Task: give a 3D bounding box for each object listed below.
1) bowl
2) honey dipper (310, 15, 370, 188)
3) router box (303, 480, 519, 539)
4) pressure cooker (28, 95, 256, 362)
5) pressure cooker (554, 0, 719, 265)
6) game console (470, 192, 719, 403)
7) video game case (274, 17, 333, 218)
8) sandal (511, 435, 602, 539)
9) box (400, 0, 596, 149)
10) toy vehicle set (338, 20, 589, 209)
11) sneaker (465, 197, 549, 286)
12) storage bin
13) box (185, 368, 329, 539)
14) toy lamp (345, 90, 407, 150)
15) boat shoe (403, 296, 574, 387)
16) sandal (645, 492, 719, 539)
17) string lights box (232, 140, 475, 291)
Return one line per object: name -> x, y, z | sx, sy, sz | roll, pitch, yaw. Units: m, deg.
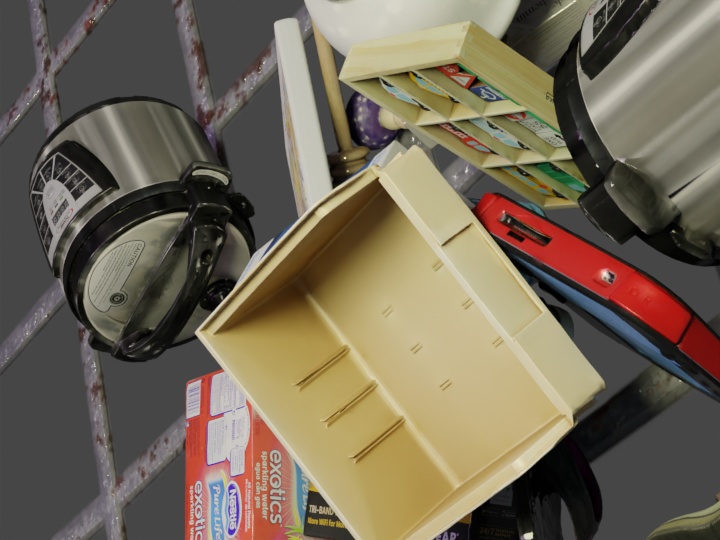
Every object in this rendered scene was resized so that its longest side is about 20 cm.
bowl -> 0.017, -0.223, 1.313 | 0.200, 0.090, 0.203 | -5, 84, 49
honey dipper -> -0.023, -0.143, 1.496 | 0.038, 0.038, 0.202 | 0, 106, 53
router box -> 0.042, 0.125, 1.429 | 0.199, 0.052, 0.159 | -4, 77, 53
pressure cooker -> -0.181, -0.031, 1.676 | 0.177, 0.177, 0.201 | 74, 170, -48
pressure cooker -> 0.211, -0.100, 1.146 | 0.200, 0.175, 0.180 | -41, 52, 41
game console -> 0.162, 0.030, 1.194 | 0.031, 0.177, 0.200 | -51, 38, -3
video game case -> -0.039, -0.063, 1.530 | 0.182, 0.023, 0.201 | 88, 171, -61
sandal -> 0.131, 0.128, 1.300 | 0.048, 0.075, 0.202 | -11, 68, 23
box -> 0.112, -0.160, 1.364 | 0.199, 0.041, 0.039 | -35, 48, 18
toy vehicle set -> 0.099, -0.098, 1.291 | 0.124, 0.199, 0.027 | -3, 62, 54
sneaker -> 0.045, -0.024, 1.429 | 0.199, 0.095, 0.080 | -13, 70, 51
storage bin -> 0.025, 0.056, 1.227 | 0.200, 0.094, 0.199 | 52, 143, 5
box -> -0.074, 0.180, 1.537 | 0.099, 0.095, 0.202 | -21, 64, 50
toy lamp -> 0.065, -0.120, 1.463 | 0.199, 0.058, 0.059 | 4, 84, 54
boat shoe -> 0.061, 0.052, 1.321 | 0.199, 0.061, 0.073 | -17, 59, 55
sandal -> 0.238, 0.153, 1.150 | 0.080, 0.057, 0.201 | 49, 142, 7
string lights box -> 0.000, 0.000, 1.358 | 0.200, 0.103, 0.059 | -37, 20, 50
